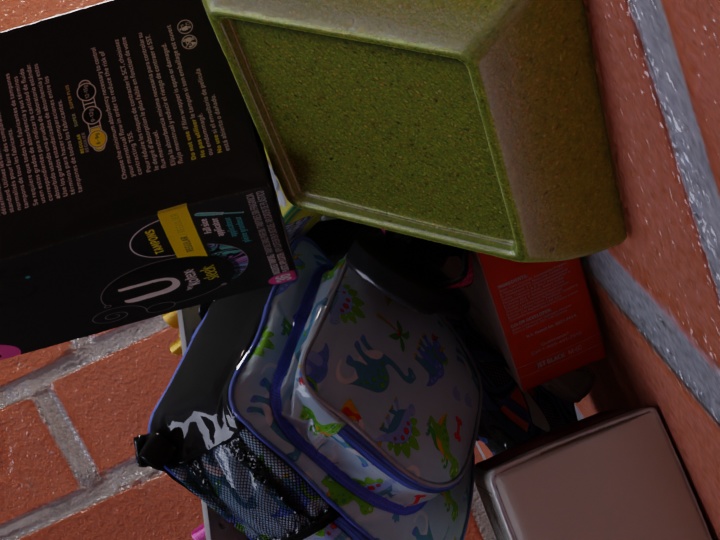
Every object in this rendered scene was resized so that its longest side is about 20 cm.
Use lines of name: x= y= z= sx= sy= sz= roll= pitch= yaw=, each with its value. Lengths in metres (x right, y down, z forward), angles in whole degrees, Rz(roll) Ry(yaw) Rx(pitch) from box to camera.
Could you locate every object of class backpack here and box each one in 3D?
backpack: x=-0.009 y=0.099 z=0.988 sx=0.200 sy=0.146 sz=0.184 roll=48 pitch=-144 yaw=-22

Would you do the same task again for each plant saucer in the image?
plant saucer: x=0.015 y=-0.079 z=0.748 sx=0.198 sy=0.048 sz=0.201 roll=15 pitch=148 yaw=28

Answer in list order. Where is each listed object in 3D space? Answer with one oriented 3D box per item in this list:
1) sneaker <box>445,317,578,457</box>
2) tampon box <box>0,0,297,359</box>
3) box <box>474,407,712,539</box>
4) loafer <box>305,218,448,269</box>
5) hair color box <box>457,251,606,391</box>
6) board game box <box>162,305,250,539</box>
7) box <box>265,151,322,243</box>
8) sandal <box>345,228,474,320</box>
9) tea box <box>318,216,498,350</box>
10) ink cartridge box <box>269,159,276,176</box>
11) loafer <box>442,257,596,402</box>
sneaker: x=0.109 y=0.094 z=1.144 sx=0.201 sy=0.078 sz=0.075 roll=53 pitch=162 yaw=-7
tampon box: x=-0.150 y=-0.048 z=0.865 sx=0.150 sy=0.198 sz=0.128 roll=77 pitch=177 yaw=-71
box: x=0.145 y=0.164 z=0.993 sx=0.200 sy=0.108 sz=0.129 roll=85 pitch=163 yaw=-84
loafer: x=0.000 y=0.000 z=1.094 sx=0.199 sy=0.073 sz=0.071 roll=-7 pitch=121 yaw=56
hair color box: x=0.084 y=-0.038 z=0.955 sx=0.111 sy=0.063 sz=0.201 roll=-113 pitch=0 yaw=-49
board game box: x=-0.044 y=0.129 z=1.075 sx=0.199 sy=0.026 sz=0.202 roll=23 pitch=-135 yaw=-42
box: x=-0.078 y=-0.066 z=1.043 sx=0.118 sy=0.048 sz=0.200 roll=65 pitch=153 yaw=11
sandal: x=0.035 y=-0.008 z=0.894 sx=0.075 sy=0.045 sz=0.200 roll=31 pitch=-176 yaw=4
tea box: x=0.054 y=-0.001 z=1.253 sx=0.197 sy=0.132 sz=0.202 roll=-124 pitch=11 yaw=-77
ink cartridge box: x=-0.015 y=-0.167 z=0.852 sx=0.201 sy=0.083 sz=0.147 roll=106 pitch=150 yaw=-61
loafer: x=0.097 y=0.004 z=1.092 sx=0.200 sy=0.070 sz=0.070 roll=49 pitch=177 yaw=14
